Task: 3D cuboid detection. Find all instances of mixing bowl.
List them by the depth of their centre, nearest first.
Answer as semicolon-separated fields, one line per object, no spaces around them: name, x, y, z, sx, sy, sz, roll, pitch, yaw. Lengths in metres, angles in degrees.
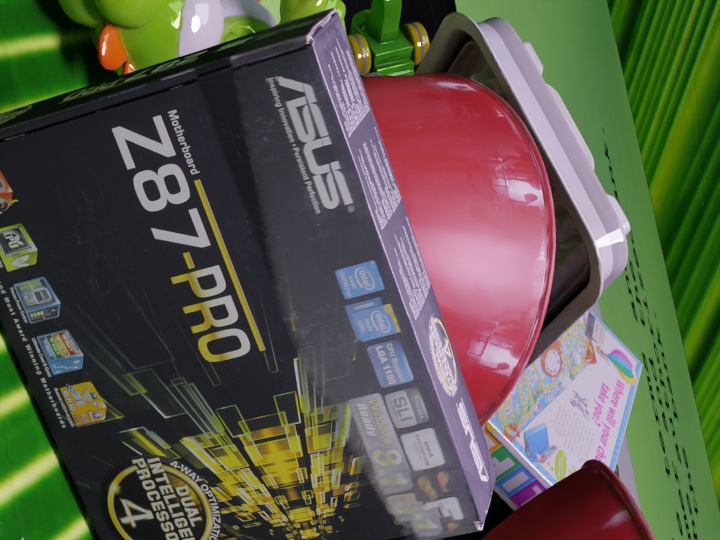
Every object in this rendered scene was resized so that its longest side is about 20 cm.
mixing bowl;-0.016;-0.011;0.715;0.108;0.200;0.201;13;61;-43
mixing bowl;0.104;0.213;0.791;0.200;0.108;0.201;164;-90;-83

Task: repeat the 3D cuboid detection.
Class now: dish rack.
dish rack;0.080;-0.039;0.832;0.172;0.043;0.200;64;-20;14

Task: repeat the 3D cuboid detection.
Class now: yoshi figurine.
yoshi figurine;-0.075;-0.137;0.741;0.112;0.112;0.200;64;16;18

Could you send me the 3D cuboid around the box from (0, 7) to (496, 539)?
box;-0.053;0.019;0.573;0.049;0.160;0.201;-62;135;-65

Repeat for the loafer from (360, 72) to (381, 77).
loafer;-0.004;-0.093;0.961;0.200;0.069;0.070;15;65;-69

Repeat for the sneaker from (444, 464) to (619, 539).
sneaker;0.101;0.169;0.971;0.200;0.087;0.076;-39;116;-45

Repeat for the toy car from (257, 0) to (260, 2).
toy car;-0.052;-0.224;0.837;0.177;0.183;0.201;-65;166;-64

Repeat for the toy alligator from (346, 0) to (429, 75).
toy alligator;0.015;-0.118;1.083;0.054;0.059;0.201;-137;-144;-54

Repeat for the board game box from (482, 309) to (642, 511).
board game box;0.115;0.074;0.975;0.134;0.034;0.200;45;32;-7
